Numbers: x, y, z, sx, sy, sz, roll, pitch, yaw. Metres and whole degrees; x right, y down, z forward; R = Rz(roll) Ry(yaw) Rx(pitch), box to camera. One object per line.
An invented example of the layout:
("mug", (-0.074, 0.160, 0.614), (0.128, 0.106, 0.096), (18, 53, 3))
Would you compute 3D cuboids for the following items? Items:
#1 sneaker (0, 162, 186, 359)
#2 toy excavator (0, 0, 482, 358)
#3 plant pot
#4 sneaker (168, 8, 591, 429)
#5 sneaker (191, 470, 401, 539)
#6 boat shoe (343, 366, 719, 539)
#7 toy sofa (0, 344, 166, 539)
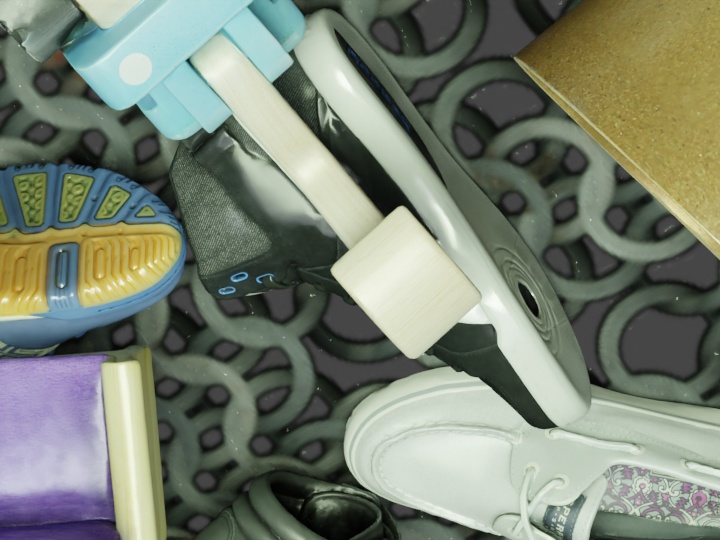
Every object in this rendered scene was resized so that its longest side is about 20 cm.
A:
("sneaker", (-0.157, 0.016, 0.988), (0.200, 0.075, 0.088), (-10, 138, 17))
("toy excavator", (-0.048, -0.075, 0.883), (0.100, 0.194, 0.200), (-43, 122, 2))
("plant pot", (0.190, -0.088, 0.888), (0.186, 0.186, 0.200), (41, 96, -17))
("sneaker", (0.000, 0.000, 0.981), (0.112, 0.073, 0.200), (-32, 103, 18))
("sneaker", (0.004, 0.156, 1.040), (0.200, 0.071, 0.099), (30, 107, -29))
("boat shoe", (0.092, 0.093, 1.019), (0.200, 0.069, 0.072), (13, 116, -5))
("toy sofa", (-0.177, 0.079, 0.910), (0.200, 0.098, 0.083), (-4, 93, 5))
